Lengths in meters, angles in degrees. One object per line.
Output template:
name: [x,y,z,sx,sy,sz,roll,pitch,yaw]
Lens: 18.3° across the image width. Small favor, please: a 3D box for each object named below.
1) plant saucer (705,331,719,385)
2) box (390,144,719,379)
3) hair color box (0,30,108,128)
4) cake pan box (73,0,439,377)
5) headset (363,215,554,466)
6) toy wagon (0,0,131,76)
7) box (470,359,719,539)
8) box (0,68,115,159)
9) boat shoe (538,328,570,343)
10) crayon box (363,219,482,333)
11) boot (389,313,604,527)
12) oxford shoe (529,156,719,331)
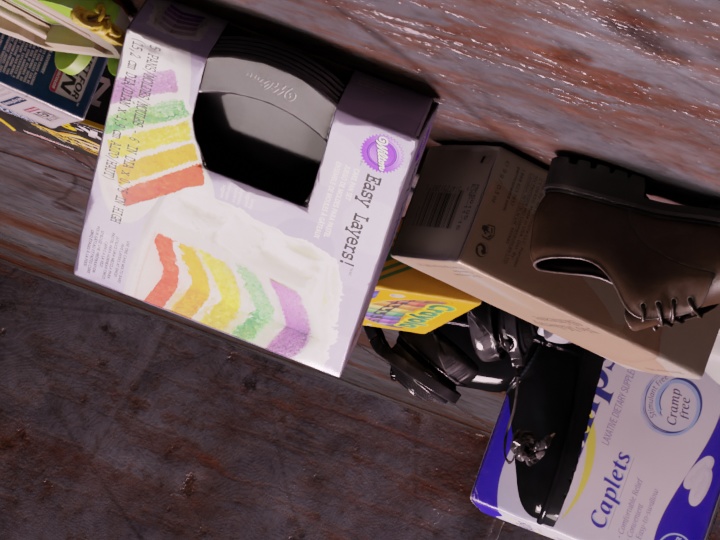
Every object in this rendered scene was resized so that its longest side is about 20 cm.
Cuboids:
plant saucer: [0.331,0.092,1.676,0.199,0.051,0.200,20,173,3]
box: [0.131,-0.005,1.411,0.199,0.078,0.095,25,171,-25]
hair color box: [-0.274,-0.163,1.490,0.199,0.061,0.100,24,173,-19]
cake pan box: [-0.065,-0.051,1.326,0.183,0.201,0.052,21,-142,1]
headset: [0.074,0.048,1.578,0.201,0.123,0.094,60,-172,13]
toy wagon: [-0.199,-0.164,1.354,0.155,0.040,0.199,26,171,-37]
box: [0.217,0.149,1.898,0.199,0.185,0.105,19,174,12]
box: [-0.195,-0.116,1.677,0.199,0.050,0.160,20,171,14]
boat shoe: [0.168,0.028,1.614,0.066,0.070,0.200,13,173,1]
crayon box: [0.000,0.000,1.482,0.198,0.052,0.126,8,167,-14]
boot: [0.103,0.086,1.745,0.161,0.200,0.073,15,170,1]
oxford shoe: [0.191,0.003,1.279,0.199,0.085,0.073,17,170,23]
